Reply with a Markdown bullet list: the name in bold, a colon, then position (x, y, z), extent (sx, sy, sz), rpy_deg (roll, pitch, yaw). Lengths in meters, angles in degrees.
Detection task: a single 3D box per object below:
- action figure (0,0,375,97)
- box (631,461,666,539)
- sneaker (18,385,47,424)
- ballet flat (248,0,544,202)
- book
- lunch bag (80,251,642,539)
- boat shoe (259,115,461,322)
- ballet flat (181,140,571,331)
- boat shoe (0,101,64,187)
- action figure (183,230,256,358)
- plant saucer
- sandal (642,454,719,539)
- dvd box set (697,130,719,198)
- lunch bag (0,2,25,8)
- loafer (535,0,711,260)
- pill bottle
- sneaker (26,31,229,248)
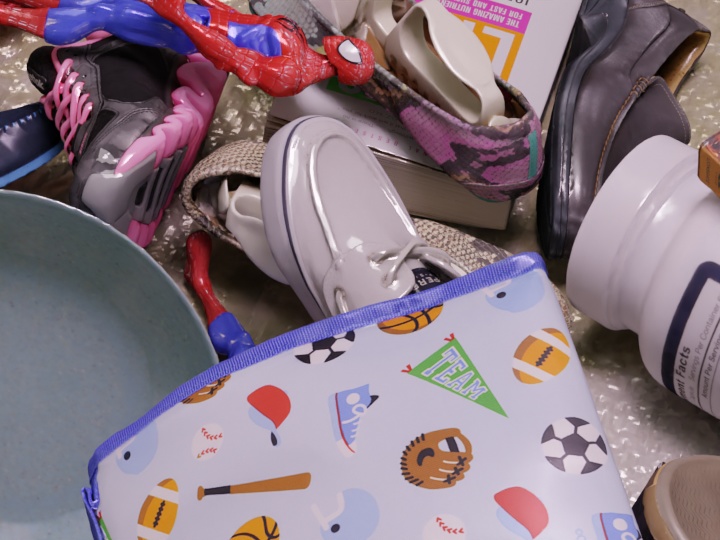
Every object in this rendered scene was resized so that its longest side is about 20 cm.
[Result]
- **action figure**: position (-0.090, -0.122, 1.181), extent (0.200, 0.052, 0.065), rpy_deg (16, 17, -2)
- **box**: position (0.203, 0.167, 0.978), extent (0.200, 0.036, 0.143), rpy_deg (21, 34, -7)
- **sneaker**: position (-0.211, 0.016, 1.106), extent (0.200, 0.079, 0.089), rpy_deg (21, 12, 11)
- **ballet flat**: position (0.021, -0.114, 1.212), extent (0.069, 0.071, 0.200), rpy_deg (-29, 58, -32)
- **book**: position (0.039, -0.112, 1.294), extent (0.133, 0.048, 0.200), rpy_deg (15, 46, 6)
- **lunch bag**: position (0.002, 0.112, 0.907), extent (0.200, 0.124, 0.170), rpy_deg (-18, 50, 1)
- **boat shoe**: position (0.016, 0.018, 1.067), extent (0.072, 0.066, 0.200), rpy_deg (-8, 74, -34)
- **ballet flat**: position (0.000, 0.000, 1.154), extent (0.200, 0.068, 0.075), rpy_deg (27, 23, 14)
- **boat shoe**: position (-0.242, -0.052, 1.185), extent (0.200, 0.069, 0.084), rpy_deg (-22, 10, -24)
- **action figure**: position (-0.055, 0.046, 1.104), extent (0.065, 0.099, 0.200), rpy_deg (-20, 53, -18)
- **plant saucer**: position (-0.153, 0.056, 1.042), extent (0.201, 0.201, 0.039), rpy_deg (5, 18, 3)
- **sandal**: position (0.200, 0.099, 0.987), extent (0.200, 0.054, 0.080), rpy_deg (7, 38, -28)
- **dvd box set**: position (0.264, -0.020, 1.051), extent (0.146, 0.029, 0.200), rpy_deg (-31, 58, -12)
- **lunch bag**: position (-0.213, -0.198, 1.277), extent (0.200, 0.176, 0.082), rpy_deg (-33, 45, -4)
- **loafer**: position (0.135, -0.079, 1.245), extent (0.072, 0.073, 0.200), rpy_deg (14, 49, 5)
- **pill bottle**: position (0.201, 0.023, 1.118), extent (0.200, 0.116, 0.116), rpy_deg (32, 53, 24)
- **sneaker**: position (-0.125, -0.074, 1.184), extent (0.095, 0.079, 0.200), rpy_deg (25, 20, -3)
